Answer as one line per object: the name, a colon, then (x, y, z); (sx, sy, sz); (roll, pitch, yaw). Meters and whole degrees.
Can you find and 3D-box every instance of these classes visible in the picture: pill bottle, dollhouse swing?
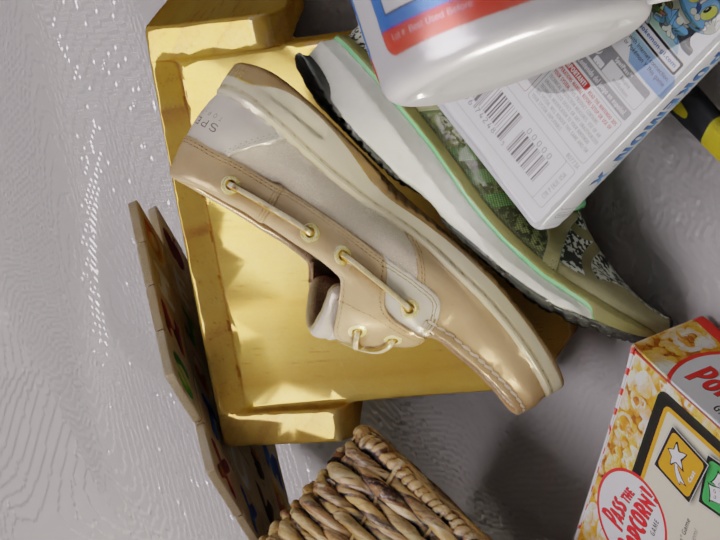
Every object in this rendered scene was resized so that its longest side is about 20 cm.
pill bottle: (0.031, -0.174, 1.126); (0.112, 0.112, 0.201); (-25, 82, 55)
dollhouse swing: (0.005, -0.038, 1.381); (0.182, 0.175, 0.201); (-78, -23, -76)

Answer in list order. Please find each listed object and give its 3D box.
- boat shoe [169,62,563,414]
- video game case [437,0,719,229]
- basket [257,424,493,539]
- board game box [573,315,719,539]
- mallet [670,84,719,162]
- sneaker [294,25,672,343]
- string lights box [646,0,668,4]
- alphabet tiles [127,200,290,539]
boat shoe: (0.000, 0.000, 1.257); (0.200, 0.069, 0.074); (43, 173, -11)
video game case: (0.073, -0.150, 1.182); (0.182, 0.022, 0.200); (-47, 70, 28)
basket: (0.032, 0.197, 1.317); (0.200, 0.149, 0.143); (42, 178, 33)
board game box: (0.175, 0.139, 1.223); (0.200, 0.046, 0.152); (44, 137, 32)
mallet: (0.145, -0.044, 1.192); (0.200, 0.041, 0.066); (45, 135, 37)
sneaker: (0.068, -0.049, 1.250); (0.200, 0.089, 0.077); (43, -179, -2)
string lights box: (0.171, -0.179, 1.040); (0.200, 0.059, 0.103); (-23, 85, 45)
alphabet tiles: (-0.068, 0.062, 1.433); (0.200, 0.006, 0.167); (-107, -9, -50)
